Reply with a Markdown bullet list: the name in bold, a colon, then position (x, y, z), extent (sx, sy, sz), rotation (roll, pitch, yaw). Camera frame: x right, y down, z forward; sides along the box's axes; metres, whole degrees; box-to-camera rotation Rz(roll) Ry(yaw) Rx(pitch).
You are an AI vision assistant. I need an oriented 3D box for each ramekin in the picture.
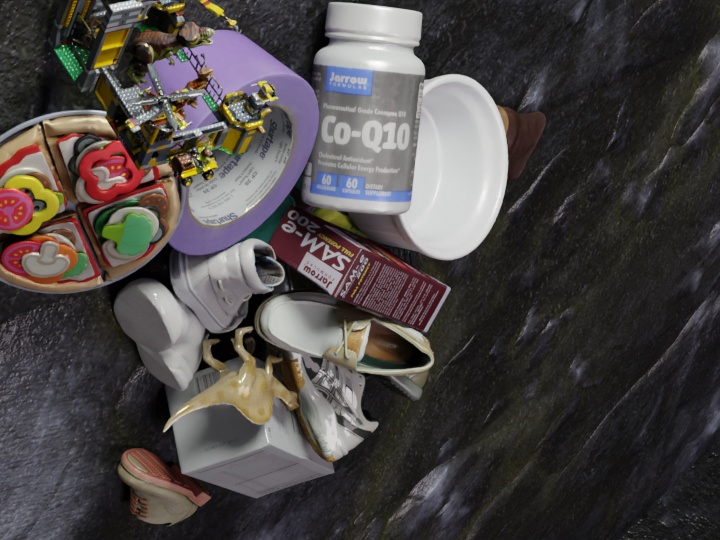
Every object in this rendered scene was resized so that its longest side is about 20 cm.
- **ramekin**: position (0.066, -0.115, 1.688), extent (0.200, 0.097, 0.201), rotation (-8, 101, -48)

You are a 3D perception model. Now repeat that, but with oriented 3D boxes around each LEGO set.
- **LEGO set**: position (-0.153, -0.182, 1.235), extent (0.153, 0.200, 0.116), rotation (-11, 152, -34)

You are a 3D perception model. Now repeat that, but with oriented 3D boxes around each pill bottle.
- **pill bottle**: position (0.004, -0.162, 1.530), extent (0.114, 0.113, 0.201), rotation (-6, 104, -55)

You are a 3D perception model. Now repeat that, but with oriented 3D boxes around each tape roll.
- **tape roll**: position (-0.139, -0.120, 1.450), extent (0.200, 0.085, 0.200), rotation (-39, 151, -26)

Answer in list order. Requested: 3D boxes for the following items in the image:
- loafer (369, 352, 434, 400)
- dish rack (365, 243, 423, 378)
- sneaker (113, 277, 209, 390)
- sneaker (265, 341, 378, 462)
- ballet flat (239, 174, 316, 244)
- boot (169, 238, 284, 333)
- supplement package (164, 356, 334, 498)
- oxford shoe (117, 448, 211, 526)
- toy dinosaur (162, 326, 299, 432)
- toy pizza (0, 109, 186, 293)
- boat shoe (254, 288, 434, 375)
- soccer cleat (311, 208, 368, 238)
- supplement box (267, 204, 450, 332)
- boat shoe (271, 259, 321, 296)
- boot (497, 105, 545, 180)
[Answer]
- **loafer**: position (0.013, 0.071, 1.742), extent (0.200, 0.075, 0.070), rotation (44, 73, -40)
- **dish rack**: position (0.027, 0.037, 1.865), extent (0.200, 0.054, 0.154), rotation (-17, 102, -50)
- **sneaker**: position (-0.197, 0.045, 1.595), extent (0.089, 0.075, 0.200), rotation (-54, 163, -22)
- **sneaker**: position (-0.042, 0.115, 1.729), extent (0.087, 0.076, 0.201), rotation (-28, 118, -15)
- **ballet flat**: position (-0.066, -0.086, 1.640), extent (0.200, 0.069, 0.071), rotation (-52, 172, 10)
- **boot**: position (-0.123, 0.017, 1.586), extent (0.200, 0.095, 0.074), rotation (48, 37, -74)
- **supplement package**: position (-0.125, 0.184, 1.777), extent (0.113, 0.110, 0.200), rotation (-20, 158, 14)
- **oxford shoe**: position (-0.238, 0.261, 1.783), extent (0.074, 0.071, 0.200), rotation (-47, 153, -3)
- **toy dinosaur**: position (-0.128, 0.116, 1.619), extent (0.058, 0.101, 0.200), rotation (-26, 164, 37)
- **toy pizza**: position (-0.247, -0.051, 1.326), extent (0.199, 0.032, 0.201), rotation (-12, 134, -13)
- **boat shoe**: position (-0.012, 0.067, 1.633), extent (0.199, 0.068, 0.075), rotation (12, 94, -24)
- **soccer cleat**: position (0.008, -0.062, 1.735), extent (0.065, 0.084, 0.200), rotation (-34, 172, 39)
- **supplement box**: position (0.000, 0.000, 1.637), extent (0.200, 0.109, 0.061), rotation (22, 99, -57)
- **boat shoe**: position (-0.060, 0.062, 1.762), extent (0.062, 0.072, 0.200), rotation (-11, 131, 2)
- **boot**: position (0.154, -0.112, 1.929), extent (0.166, 0.072, 0.201), rotation (-4, 122, -52)
